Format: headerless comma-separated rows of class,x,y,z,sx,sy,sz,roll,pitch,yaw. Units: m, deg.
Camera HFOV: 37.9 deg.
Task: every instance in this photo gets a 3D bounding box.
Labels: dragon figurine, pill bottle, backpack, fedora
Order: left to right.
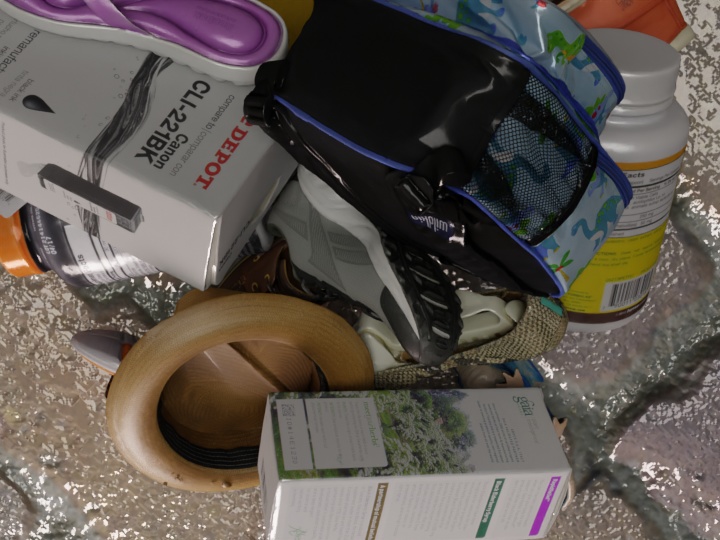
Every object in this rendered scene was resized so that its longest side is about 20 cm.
pill bottle,-0.173,-0.048,0.791,0.200,0.106,0.106,-10,100,4
fedora,-0.089,0.073,0.747,0.201,0.082,0.201,-12,134,-13
backpack,0.066,-0.080,0.616,0.147,0.183,0.200,-55,137,-4
dragon figurine,0.114,0.097,0.830,0.059,0.099,0.200,-41,114,11
pill bottle,0.166,-0.063,0.741,0.109,0.109,0.200,5,124,1

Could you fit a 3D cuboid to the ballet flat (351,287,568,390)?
ballet flat,0.046,0.043,0.752,0.200,0.075,0.068,-15,58,30

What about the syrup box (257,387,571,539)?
syrup box,0.034,0.135,0.722,0.200,0.079,0.081,1,130,-13

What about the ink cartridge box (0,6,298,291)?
ink cartridge box,-0.147,-0.099,0.679,0.200,0.144,0.084,27,144,4

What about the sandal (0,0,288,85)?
sandal,-0.139,-0.178,0.647,0.203,0.050,0.082,17,63,-3

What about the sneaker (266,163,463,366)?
sneaker,0.000,0.000,0.718,0.079,0.200,0.074,-49,138,13

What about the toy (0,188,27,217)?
toy,-0.222,-0.114,0.755,0.115,0.200,0.047,31,142,15

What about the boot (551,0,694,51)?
boot,0.151,-0.149,0.778,0.200,0.075,0.107,-38,102,8

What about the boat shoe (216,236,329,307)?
boat shoe,-0.058,0.009,0.817,0.200,0.068,0.072,-42,97,9

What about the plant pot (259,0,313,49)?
plant pot,-0.057,-0.229,0.718,0.200,0.142,0.200,16,137,15

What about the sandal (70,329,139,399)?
sandal,-0.142,0.111,0.835,0.207,0.079,0.059,25,98,-5
